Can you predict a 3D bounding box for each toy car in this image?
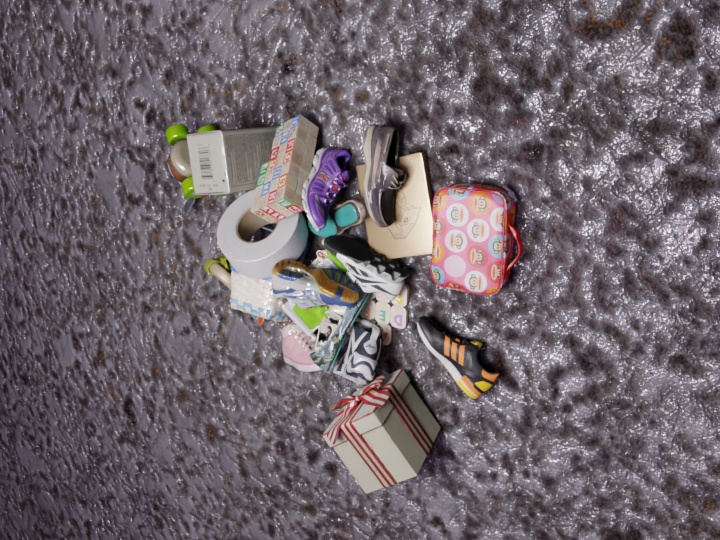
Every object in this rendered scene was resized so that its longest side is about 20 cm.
[{"bbox_3d":[-0.415,-0.228,1.497,0.199,0.155,0.168,-35,71,46],"label":"toy car"}]

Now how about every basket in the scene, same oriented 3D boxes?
[{"bbox_3d":[-0.217,0.005,1.430,0.173,0.138,0.206,16,96,28],"label":"basket"}]

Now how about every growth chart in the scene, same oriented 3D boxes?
[{"bbox_3d":[-0.086,0.050,1.361,0.144,0.018,0.201,38,103,-12],"label":"growth chart"}]

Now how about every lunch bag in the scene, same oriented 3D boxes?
[{"bbox_3d":[0.223,-0.059,1.162,0.172,0.081,0.206,11,108,29],"label":"lunch bag"}]

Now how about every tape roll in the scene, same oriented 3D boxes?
[{"bbox_3d":[-0.218,-0.087,1.370,0.198,0.205,0.071,17,155,27],"label":"tape roll"}]

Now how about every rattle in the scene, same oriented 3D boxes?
[{"bbox_3d":[-0.280,0.015,1.536,0.199,0.144,0.130,38,153,1],"label":"rattle"}]

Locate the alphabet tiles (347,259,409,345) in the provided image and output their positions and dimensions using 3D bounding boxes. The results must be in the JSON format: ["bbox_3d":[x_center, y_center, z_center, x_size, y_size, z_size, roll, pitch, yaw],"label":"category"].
[{"bbox_3d":[0.018,0.062,1.366,0.195,0.014,0.202,12,109,29],"label":"alphabet tiles"}]

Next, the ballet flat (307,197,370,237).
[{"bbox_3d":[-0.038,-0.115,1.316,0.198,0.066,0.070,-5,110,53],"label":"ballet flat"}]

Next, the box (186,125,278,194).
[{"bbox_3d":[-0.269,-0.246,1.356,0.106,0.199,0.132,2,104,31],"label":"box"}]

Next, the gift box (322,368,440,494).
[{"bbox_3d":[0.042,0.337,1.300,0.183,0.200,0.189,-34,94,31],"label":"gift box"}]

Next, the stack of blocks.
[{"bbox_3d":[-0.161,-0.216,1.311,0.113,0.058,0.205,-13,59,44],"label":"stack of blocks"}]

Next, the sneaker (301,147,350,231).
[{"bbox_3d":[-0.066,-0.177,1.270,0.081,0.081,0.205,-2,61,24],"label":"sneaker"}]

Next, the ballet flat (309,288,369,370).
[{"bbox_3d":[-0.049,0.115,1.326,0.073,0.074,0.204,24,81,24],"label":"ballet flat"}]

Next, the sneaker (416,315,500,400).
[{"bbox_3d":[0.201,0.159,1.251,0.090,0.070,0.201,-42,79,18],"label":"sneaker"}]

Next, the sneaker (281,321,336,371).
[{"bbox_3d":[-0.128,0.170,1.428,0.198,0.074,0.108,4,102,56],"label":"sneaker"}]

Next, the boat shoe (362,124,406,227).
[{"bbox_3d":[0.050,-0.188,1.217,0.072,0.074,0.206,1,102,32],"label":"boat shoe"}]

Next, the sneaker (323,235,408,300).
[{"bbox_3d":[0.000,0.000,1.293,0.197,0.074,0.090,30,126,14],"label":"sneaker"}]

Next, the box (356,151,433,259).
[{"bbox_3d":[0.078,-0.129,1.270,0.160,0.021,0.206,-6,97,33],"label":"box"}]

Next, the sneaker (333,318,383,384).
[{"bbox_3d":[0.002,0.176,1.367,0.078,0.199,0.132,22,72,-2],"label":"sneaker"}]

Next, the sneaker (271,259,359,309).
[{"bbox_3d":[-0.097,0.044,1.314,0.195,0.076,0.090,18,127,7],"label":"sneaker"}]
